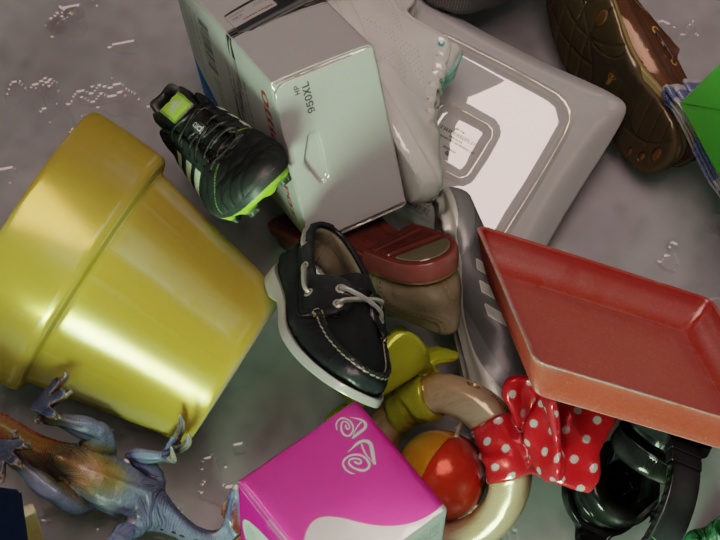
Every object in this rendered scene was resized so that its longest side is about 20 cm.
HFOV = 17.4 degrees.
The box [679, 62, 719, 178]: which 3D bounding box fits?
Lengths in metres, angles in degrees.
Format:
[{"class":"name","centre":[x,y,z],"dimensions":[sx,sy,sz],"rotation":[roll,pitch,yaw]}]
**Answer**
[{"class":"box","centre":[0.363,-0.072,1.737],"dimensions":[0.176,0.097,0.200],"rotation":[-2,58,-43]}]

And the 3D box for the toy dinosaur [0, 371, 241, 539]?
[{"class":"toy dinosaur","centre":[-0.164,0.142,1.661],"dimensions":[0.200,0.181,0.105],"rotation":[23,80,51]}]

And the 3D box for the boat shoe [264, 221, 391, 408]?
[{"class":"boat shoe","centre":[-0.017,0.025,1.597],"dimensions":[0.060,0.075,0.200],"rotation":[-55,30,12]}]

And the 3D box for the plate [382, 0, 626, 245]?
[{"class":"plate","centre":[0.072,-0.094,1.802],"dimensions":[0.199,0.032,0.200],"rotation":[29,79,13]}]

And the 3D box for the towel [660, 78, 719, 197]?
[{"class":"towel","centre":[0.318,-0.061,1.782],"dimensions":[0.147,0.024,0.200],"rotation":[-3,59,-41]}]

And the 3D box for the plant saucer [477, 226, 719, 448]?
[{"class":"plant saucer","centre":[0.182,0.054,1.644],"dimensions":[0.199,0.037,0.200],"rotation":[17,23,-18]}]

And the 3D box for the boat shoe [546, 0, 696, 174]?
[{"class":"boat shoe","centre":[0.211,-0.166,1.847],"dimensions":[0.067,0.072,0.200],"rotation":[-9,65,-41]}]

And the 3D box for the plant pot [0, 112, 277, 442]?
[{"class":"plant pot","centre":[-0.168,0.021,1.682],"dimensions":[0.189,0.201,0.201],"rotation":[33,66,-1]}]

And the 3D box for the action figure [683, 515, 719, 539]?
[{"class":"action figure","centre":[0.329,0.197,1.669],"dimensions":[0.199,0.055,0.118],"rotation":[3,64,9]}]

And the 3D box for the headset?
[{"class":"headset","centre":[0.208,0.141,1.669],"dimensions":[0.094,0.124,0.200],"rotation":[23,44,-18]}]

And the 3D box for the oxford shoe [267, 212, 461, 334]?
[{"class":"oxford shoe","centre":[0.000,0.000,1.731],"dimensions":[0.070,0.075,0.200],"rotation":[-26,28,-27]}]

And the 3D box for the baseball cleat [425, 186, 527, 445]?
[{"class":"baseball cleat","centre":[0.109,0.033,1.733],"dimensions":[0.106,0.070,0.201],"rotation":[-8,86,-13]}]

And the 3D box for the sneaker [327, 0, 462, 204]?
[{"class":"sneaker","centre":[0.040,-0.139,1.756],"dimensions":[0.088,0.075,0.200],"rotation":[-15,54,-9]}]

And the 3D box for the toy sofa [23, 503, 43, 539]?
[{"class":"toy sofa","centre":[-0.228,0.271,1.606],"dimensions":[0.097,0.083,0.200],"rotation":[-23,66,-13]}]

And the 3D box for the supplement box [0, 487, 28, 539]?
[{"class":"supplement box","centre":[-0.316,0.263,1.523],"dimensions":[0.134,0.200,0.201],"rotation":[13,54,-41]}]

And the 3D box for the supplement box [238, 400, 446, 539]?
[{"class":"supplement box","centre":[-0.014,0.189,1.584],"dimensions":[0.103,0.200,0.101],"rotation":[-34,69,-16]}]

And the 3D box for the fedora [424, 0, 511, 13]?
[{"class":"fedora","centre":[0.087,-0.265,1.859],"dimensions":[0.176,0.091,0.200],"rotation":[14,35,2]}]

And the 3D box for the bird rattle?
[{"class":"bird rattle","centre":[0.072,0.123,1.664],"dimensions":[0.199,0.164,0.113],"rotation":[22,21,11]}]

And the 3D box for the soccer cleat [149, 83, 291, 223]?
[{"class":"soccer cleat","centre":[-0.106,-0.087,1.672],"dimensions":[0.068,0.200,0.081],"rotation":[-45,111,-4]}]

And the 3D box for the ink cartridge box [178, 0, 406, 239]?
[{"class":"ink cartridge box","centre":[-0.053,-0.133,1.736],"dimensions":[0.084,0.145,0.200],"rotation":[-23,37,-13]}]
